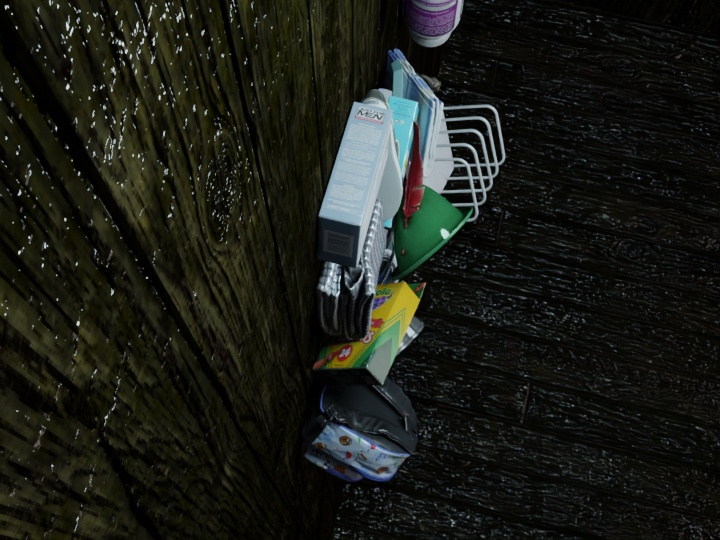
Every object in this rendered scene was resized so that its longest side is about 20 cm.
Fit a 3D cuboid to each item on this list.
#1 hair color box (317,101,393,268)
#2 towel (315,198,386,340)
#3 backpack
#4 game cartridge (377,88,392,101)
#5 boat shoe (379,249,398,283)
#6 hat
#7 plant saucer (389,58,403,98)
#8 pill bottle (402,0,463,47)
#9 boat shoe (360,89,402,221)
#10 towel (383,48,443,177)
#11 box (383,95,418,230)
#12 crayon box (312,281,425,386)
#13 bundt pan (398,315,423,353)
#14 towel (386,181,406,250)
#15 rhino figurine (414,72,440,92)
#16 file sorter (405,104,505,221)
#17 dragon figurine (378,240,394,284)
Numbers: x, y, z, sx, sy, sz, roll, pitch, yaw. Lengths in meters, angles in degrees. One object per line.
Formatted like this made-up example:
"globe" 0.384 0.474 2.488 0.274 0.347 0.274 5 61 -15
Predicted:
"hair color box" -0.007 -0.117 1.299 0.100 0.060 0.203 96 8 -57
"towel" -0.007 -0.003 1.456 0.201 0.084 0.168 92 10 -66
"backpack" 0.000 0.268 1.630 0.155 0.188 0.201 -61 -175 33
"game cartridge" 0.014 -0.183 1.576 0.130 0.038 0.203 86 16 -61
"boat shoe" 0.013 0.046 1.830 0.201 0.069 0.067 -54 -176 39
"hat" 0.069 -0.114 1.520 0.199 0.177 0.166 -40 -173 14
"plant saucer" 0.059 -0.251 1.629 0.070 0.019 0.203 -97 -174 -64
"pill bottle" 0.128 -0.484 1.700 0.200 0.110 0.114 87 16 -73
"boat shoe" 0.030 -0.171 1.441 0.064 0.069 0.203 -77 167 -54
"towel" 0.085 -0.270 1.636 0.201 0.023 0.149 -120 -151 -45
"box" 0.049 -0.170 1.538 0.082 0.048 0.204 13 89 -86
"crayon box" 0.015 0.090 1.557 0.051 0.126 0.202 47 53 -31
"bundt pan" 0.025 0.140 1.882 0.201 0.076 0.202 -40 -177 2
"towel" 0.057 -0.061 1.969 0.173 0.047 0.202 -91 -163 -45
"rhino figurine" 0.098 -0.329 1.746 0.200 0.086 0.061 177 -73 -84
"file sorter" 0.175 -0.196 1.749 0.201 0.122 0.140 -59 142 -45
"dragon figurine" 0.020 0.049 1.738 0.200 0.059 0.100 -48 -157 7
